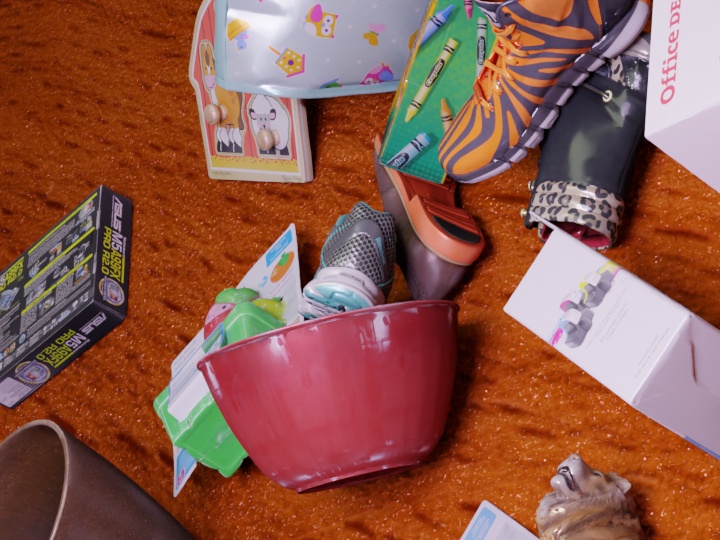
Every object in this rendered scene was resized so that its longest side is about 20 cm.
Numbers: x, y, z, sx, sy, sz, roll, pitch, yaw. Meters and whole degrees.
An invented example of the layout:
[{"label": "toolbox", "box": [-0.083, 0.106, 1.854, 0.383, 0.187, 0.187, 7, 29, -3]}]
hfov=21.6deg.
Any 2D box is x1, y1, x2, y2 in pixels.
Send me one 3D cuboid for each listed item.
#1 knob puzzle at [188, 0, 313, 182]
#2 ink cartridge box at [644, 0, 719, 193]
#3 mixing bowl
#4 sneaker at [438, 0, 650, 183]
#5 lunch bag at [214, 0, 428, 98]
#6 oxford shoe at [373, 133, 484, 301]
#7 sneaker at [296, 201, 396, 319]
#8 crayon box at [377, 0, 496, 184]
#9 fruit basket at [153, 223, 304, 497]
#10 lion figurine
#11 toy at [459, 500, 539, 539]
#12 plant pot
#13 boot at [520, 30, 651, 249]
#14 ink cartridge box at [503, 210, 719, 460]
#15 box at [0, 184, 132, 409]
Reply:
[{"label": "knob puzzle", "box": [-0.115, -0.181, 1.753, 0.219, 0.030, 0.222, 27, 123, 50]}, {"label": "ink cartridge box", "box": [0.295, -0.141, 1.153, 0.199, 0.144, 0.148, -23, 46, 43]}, {"label": "mixing bowl", "box": [-0.013, 0.100, 1.376, 0.199, 0.199, 0.109, -22, 77, 44]}, {"label": "sneaker", "box": [0.102, -0.156, 1.332, 0.200, 0.112, 0.078, -48, 41, 19]}, {"label": "lunch bag", "box": [-0.030, -0.237, 1.584, 0.122, 0.198, 0.172, -130, 41, -59]}, {"label": "oxford shoe", "box": [0.038, -0.045, 1.507, 0.073, 0.071, 0.200, -61, 23, 23]}, {"label": "sneaker", "box": [0.000, 0.000, 1.460, 0.200, 0.077, 0.092, 128, 162, -80]}, {"label": "crayon box", "box": [0.075, -0.184, 1.476, 0.119, 0.058, 0.201, -76, 5, -63]}, {"label": "fruit basket", "box": [-0.112, 0.069, 1.598, 0.185, 0.093, 0.201, -48, 29, 21]}, {"label": "lion figurine", "box": [0.169, 0.186, 1.134, 0.199, 0.122, 0.073, 28, 129, 43]}, {"label": "toy", "box": [0.089, 0.227, 1.233, 0.116, 0.047, 0.200, -58, 32, -1]}, {"label": "plant pot", "box": [-0.202, 0.243, 1.476, 0.187, 0.199, 0.188, -37, 36, 34]}, {"label": "boot", "box": [0.143, -0.097, 1.399, 0.203, 0.073, 0.155, 3, 70, 56]}, {"label": "ink cartridge box", "box": [0.173, 0.042, 1.203, 0.068, 0.115, 0.200, -56, 31, 4]}, {"label": "box", "box": [-0.315, 0.028, 1.956, 0.200, 0.044, 0.161, -37, 38, 32]}]
